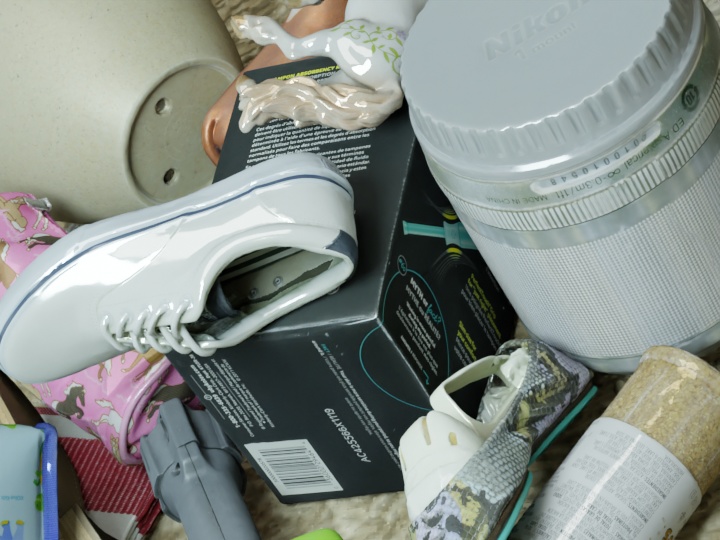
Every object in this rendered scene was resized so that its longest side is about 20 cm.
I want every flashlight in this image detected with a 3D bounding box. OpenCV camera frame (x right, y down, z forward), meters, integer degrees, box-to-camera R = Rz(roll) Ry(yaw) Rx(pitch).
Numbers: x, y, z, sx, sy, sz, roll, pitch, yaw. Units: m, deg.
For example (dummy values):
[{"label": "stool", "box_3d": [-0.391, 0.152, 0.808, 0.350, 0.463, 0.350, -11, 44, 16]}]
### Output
[{"label": "flashlight", "box_3d": [-0.063, 0.157, 1.104, 0.068, 0.068, 0.200, -56, 36, 20]}]

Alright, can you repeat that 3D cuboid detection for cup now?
[{"label": "cup", "box_3d": [-0.149, -0.108, 1.326, 0.143, 0.200, 0.200, 30, 71, 40]}]

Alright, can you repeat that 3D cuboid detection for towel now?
[{"label": "towel", "box_3d": [-0.189, 0.164, 1.215, 0.144, 0.023, 0.200, 1, 51, 34]}]

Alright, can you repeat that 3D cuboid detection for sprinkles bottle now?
[{"label": "sprinkles bottle", "box_3d": [0.109, 0.129, 1.018, 0.068, 0.068, 0.200, 21, 64, 44]}]

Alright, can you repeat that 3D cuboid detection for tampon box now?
[{"label": "tampon box", "box_3d": [0.000, 0.000, 1.152, 0.126, 0.150, 0.200, -9, 46, 25]}]

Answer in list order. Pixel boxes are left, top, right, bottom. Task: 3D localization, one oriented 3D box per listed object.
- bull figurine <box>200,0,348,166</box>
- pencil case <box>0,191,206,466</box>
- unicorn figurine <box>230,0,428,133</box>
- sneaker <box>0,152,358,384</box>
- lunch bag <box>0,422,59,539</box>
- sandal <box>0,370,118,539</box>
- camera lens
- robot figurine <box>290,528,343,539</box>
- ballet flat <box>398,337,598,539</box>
[{"label": "bull figurine", "box_3d": [-0.014, -0.122, 1.295, 0.200, 0.121, 0.065, -48, 30, -14]}, {"label": "pencil case", "box_3d": [-0.165, 0.031, 1.223, 0.200, 0.087, 0.083, 37, 35, 31]}, {"label": "unicorn figurine", "box_3d": [0.009, -0.147, 1.132, 0.137, 0.074, 0.201, 1, 64, 20]}, {"label": "sneaker", "box_3d": [-0.093, 0.009, 1.036, 0.200, 0.073, 0.071, -27, 41, 11]}, {"label": "lunch bag", "box_3d": [-0.244, 0.177, 1.067, 0.127, 0.170, 0.201, -9, 79, 56]}, {"label": "sandal", "box_3d": [-0.189, 0.133, 1.174, 0.070, 0.078, 0.212, -40, 46, -2]}, {"label": "camera lens", "box_3d": [0.125, -0.057, 1.086, 0.160, 0.200, 0.160, -18, 44, 18]}, {"label": "robot figurine", "box_3d": [-0.006, 0.220, 0.938, 0.115, 0.176, 0.200, -17, 70, -26]}, {"label": "ballet flat", "box_3d": [0.055, 0.090, 1.034, 0.072, 0.072, 0.200, -8, 21, 27]}]
